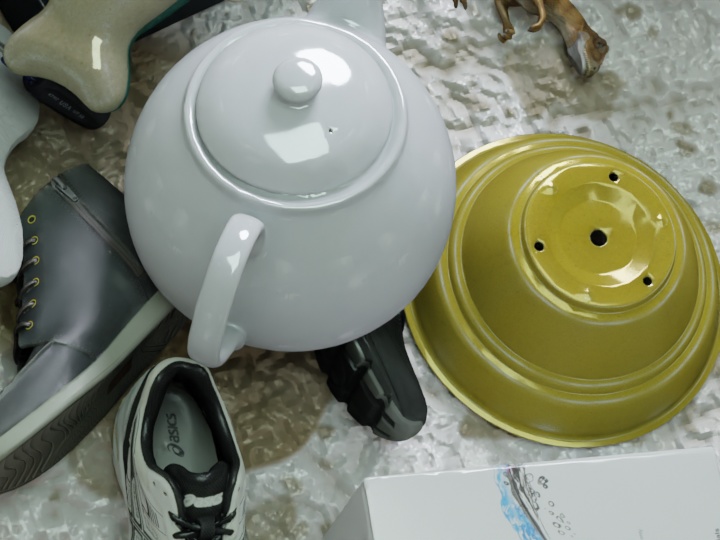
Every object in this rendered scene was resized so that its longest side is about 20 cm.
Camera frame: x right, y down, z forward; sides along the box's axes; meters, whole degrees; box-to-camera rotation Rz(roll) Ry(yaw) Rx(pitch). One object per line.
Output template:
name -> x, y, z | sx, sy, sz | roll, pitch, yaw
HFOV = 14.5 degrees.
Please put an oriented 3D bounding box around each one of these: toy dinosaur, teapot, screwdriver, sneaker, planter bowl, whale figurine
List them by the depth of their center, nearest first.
teapot -> -0.038, -0.060, 1.522 | 0.197, 0.146, 0.200 | -21, 65, -14
sneaker -> -0.094, 0.143, 1.529 | 0.075, 0.088, 0.201 | -8, 71, -17
sneaker -> -0.178, 0.033, 1.571 | 0.106, 0.075, 0.200 | 37, 56, 10
whale figurine -> -0.120, -0.184, 1.583 | 0.159, 0.104, 0.201 | 24, 87, 14
screwdriver -> -0.209, -0.129, 1.584 | 0.200, 0.029, 0.028 | 33, 63, -44
sneaker -> -0.237, -0.060, 1.597 | 0.075, 0.088, 0.201 | 37, 38, -35
sneaker -> 0.000, 0.000, 1.616 | 0.079, 0.075, 0.201 | -19, 73, -21
planter bowl -> 0.128, -0.005, 1.640 | 0.199, 0.084, 0.201 | 4, 68, -10
toy dinosaur -> 0.089, -0.207, 1.727 | 0.106, 0.060, 0.201 | -22, 98, -21

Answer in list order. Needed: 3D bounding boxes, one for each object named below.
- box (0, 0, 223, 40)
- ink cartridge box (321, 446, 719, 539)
box -> -0.131, -0.220, 1.677 | 0.199, 0.079, 0.141 | -27, 74, -21
ink cartridge box -> 0.089, 0.191, 1.515 | 0.199, 0.147, 0.145 | -4, 69, -13
